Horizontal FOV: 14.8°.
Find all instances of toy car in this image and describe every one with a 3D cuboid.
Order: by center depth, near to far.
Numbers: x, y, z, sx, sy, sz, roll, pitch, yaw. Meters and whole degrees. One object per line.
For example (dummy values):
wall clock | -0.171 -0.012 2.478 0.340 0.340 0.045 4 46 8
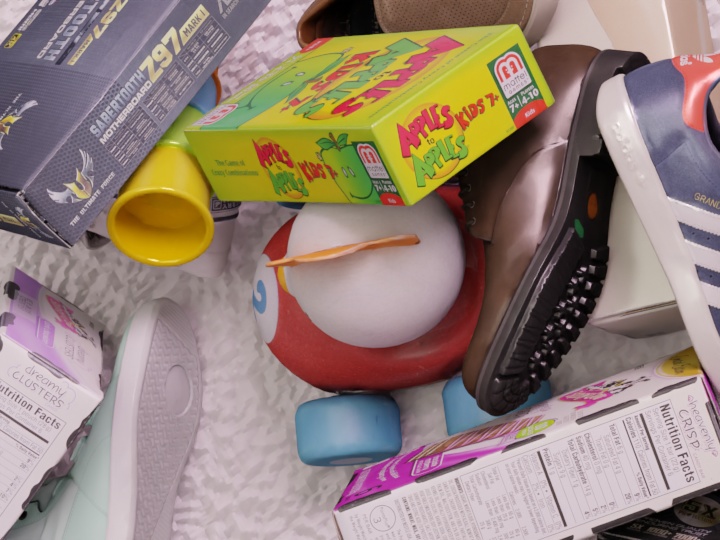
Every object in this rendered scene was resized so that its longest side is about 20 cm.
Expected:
toy car | 0.000 0.000 1.496 0.176 0.200 0.185 -10 78 22

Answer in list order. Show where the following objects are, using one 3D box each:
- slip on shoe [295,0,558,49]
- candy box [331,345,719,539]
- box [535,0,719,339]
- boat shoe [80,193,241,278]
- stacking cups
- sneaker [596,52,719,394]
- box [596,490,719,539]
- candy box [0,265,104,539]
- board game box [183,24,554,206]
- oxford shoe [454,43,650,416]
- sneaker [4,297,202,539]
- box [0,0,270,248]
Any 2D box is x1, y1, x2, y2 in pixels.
slip on shoe | 0.036 -0.147 1.523 0.200 0.060 0.076 -4 89 58
candy box | 0.091 0.105 1.426 0.199 0.136 0.061 -20 93 6
box | 0.153 -0.070 1.500 0.077 0.095 0.201 -13 79 21
boat shoe | -0.157 -0.046 1.647 0.199 0.072 0.066 17 111 25
stacking cups | -0.102 -0.093 1.580 0.060 0.061 0.200 -16 41 21
sneaker | 0.191 -0.016 1.380 0.084 0.075 0.201 -23 105 13
box | 0.225 0.209 1.389 0.199 0.086 0.165 8 109 33
candy box | -0.229 0.112 1.594 0.071 0.168 0.200 34 97 -11
board game box | 0.001 -0.080 1.447 0.200 0.101 0.048 3 125 59
oxford shoe | 0.085 -0.022 1.438 0.084 0.073 0.201 13 76 28
sneaker | -0.164 0.111 1.623 0.118 0.074 0.201 4 79 31
box | -0.152 -0.110 1.557 0.200 0.051 0.157 -53 32 -15
